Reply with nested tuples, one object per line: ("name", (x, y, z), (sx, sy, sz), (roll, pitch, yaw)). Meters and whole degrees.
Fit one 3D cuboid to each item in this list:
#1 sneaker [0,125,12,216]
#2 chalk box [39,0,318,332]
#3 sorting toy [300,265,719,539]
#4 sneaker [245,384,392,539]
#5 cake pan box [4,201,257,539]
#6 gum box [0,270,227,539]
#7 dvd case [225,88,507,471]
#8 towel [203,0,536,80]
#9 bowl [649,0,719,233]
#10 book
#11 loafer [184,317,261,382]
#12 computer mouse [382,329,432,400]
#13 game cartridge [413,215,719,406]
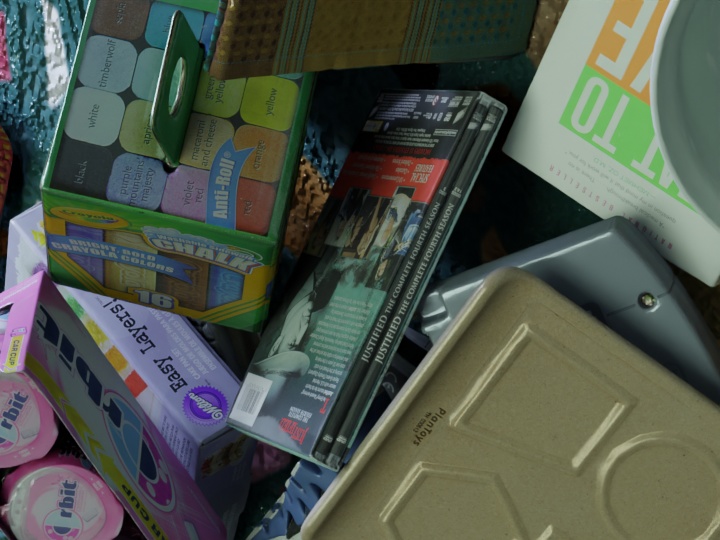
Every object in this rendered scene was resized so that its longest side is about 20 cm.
("sneaker", (-0.263, -0.026, 1.766), (0.077, 0.073, 0.201), (52, 129, 46))
("chalk box", (-0.089, -0.065, 1.436), (0.200, 0.123, 0.125), (109, 174, -72))
("sorting toy", (0.098, 0.115, 1.394), (0.199, 0.037, 0.185), (33, 112, -7))
("sneaker", (0.006, 0.154, 1.499), (0.115, 0.080, 0.200), (44, 147, 10))
("cake pan box", (-0.138, 0.076, 1.641), (0.184, 0.052, 0.200), (51, 153, 20))
("gum box", (-0.149, 0.106, 1.482), (0.066, 0.114, 0.200), (-29, 112, 11))
("dvd case", (0.000, 0.000, 1.448), (0.201, 0.022, 0.146), (-64, 20, -6))
("towel", (0.018, -0.165, 1.378), (0.022, 0.199, 0.147), (39, 125, 41))
("bowl", (0.224, -0.104, 1.258), (0.200, 0.091, 0.202), (0, 121, -1))
("book", (0.166, -0.110, 1.370), (0.133, 0.048, 0.201), (36, 123, 22))
("loafer", (-0.081, 0.000, 1.597), (0.075, 0.069, 0.201), (17, 131, 53))
("computer mouse", (0.047, 0.077, 1.518), (0.200, 0.044, 0.110), (33, 127, 23))
("game cartridge", (0.124, 0.078, 1.409), (0.133, 0.040, 0.201), (-19, 104, 20))
